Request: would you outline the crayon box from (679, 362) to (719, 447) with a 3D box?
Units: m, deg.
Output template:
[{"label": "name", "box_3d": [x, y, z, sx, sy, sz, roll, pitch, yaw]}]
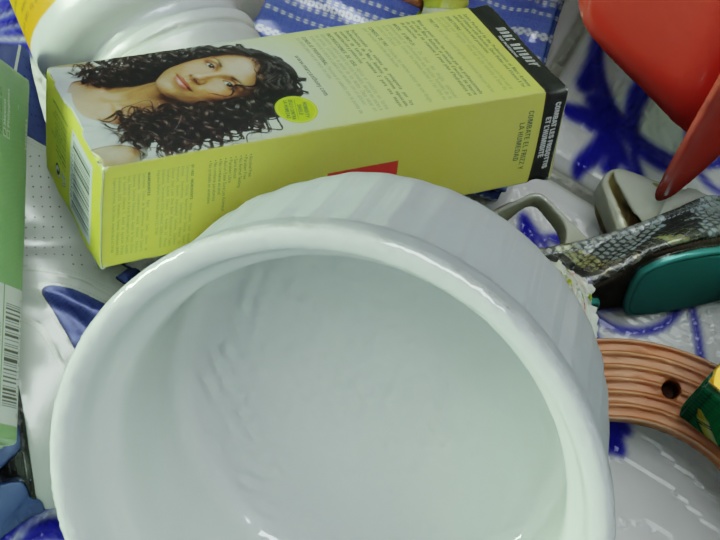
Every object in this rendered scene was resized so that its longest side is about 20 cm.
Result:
[{"label": "crayon box", "box_3d": [0.240, 0.020, 0.734, 0.119, 0.058, 0.200, 40, 76, 11]}]

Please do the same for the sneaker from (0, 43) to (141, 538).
[{"label": "sneaker", "box_3d": [-0.118, 0.010, 0.745, 0.114, 0.081, 0.202, -4, 78, -14]}]

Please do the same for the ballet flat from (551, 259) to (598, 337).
[{"label": "ballet flat", "box_3d": [0.000, 0.000, 0.726, 0.198, 0.064, 0.077, 9, 82, 24]}]

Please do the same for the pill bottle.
[{"label": "pill bottle", "box_3d": [-0.110, -0.154, 0.781, 0.108, 0.109, 0.202, -20, 75, -15]}]

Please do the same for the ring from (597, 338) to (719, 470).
[{"label": "ring", "box_3d": [0.106, 0.129, 0.748, 0.198, 0.019, 0.203, 0, 79, -1]}]

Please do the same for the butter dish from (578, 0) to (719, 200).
[{"label": "butter dish", "box_3d": [0.156, -0.169, 0.767, 0.147, 0.201, 0.199, 34, 48, 11]}]

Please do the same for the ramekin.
[{"label": "ramekin", "box_3d": [-0.003, 0.063, 0.645, 0.199, 0.202, 0.098, 29, 25, 2]}]

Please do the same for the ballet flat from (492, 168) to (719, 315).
[{"label": "ballet flat", "box_3d": [0.104, -0.008, 0.786, 0.198, 0.072, 0.073, -16, 74, -15]}]

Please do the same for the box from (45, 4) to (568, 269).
[{"label": "box", "box_3d": [-0.021, -0.057, 0.713, 0.198, 0.051, 0.075, -12, 42, -25]}]

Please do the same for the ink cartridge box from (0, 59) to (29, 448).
[{"label": "ink cartridge box", "box_3d": [-0.228, -0.004, 0.691, 0.197, 0.048, 0.147, -2, 81, 12]}]

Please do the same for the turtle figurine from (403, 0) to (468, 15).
[{"label": "turtle figurine", "box_3d": [0.045, -0.183, 0.819, 0.161, 0.064, 0.201, 35, 72, 7]}]

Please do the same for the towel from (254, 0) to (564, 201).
[{"label": "towel", "box_3d": [0.030, -0.144, 0.847, 0.143, 0.024, 0.202, 19, 69, -2]}]
